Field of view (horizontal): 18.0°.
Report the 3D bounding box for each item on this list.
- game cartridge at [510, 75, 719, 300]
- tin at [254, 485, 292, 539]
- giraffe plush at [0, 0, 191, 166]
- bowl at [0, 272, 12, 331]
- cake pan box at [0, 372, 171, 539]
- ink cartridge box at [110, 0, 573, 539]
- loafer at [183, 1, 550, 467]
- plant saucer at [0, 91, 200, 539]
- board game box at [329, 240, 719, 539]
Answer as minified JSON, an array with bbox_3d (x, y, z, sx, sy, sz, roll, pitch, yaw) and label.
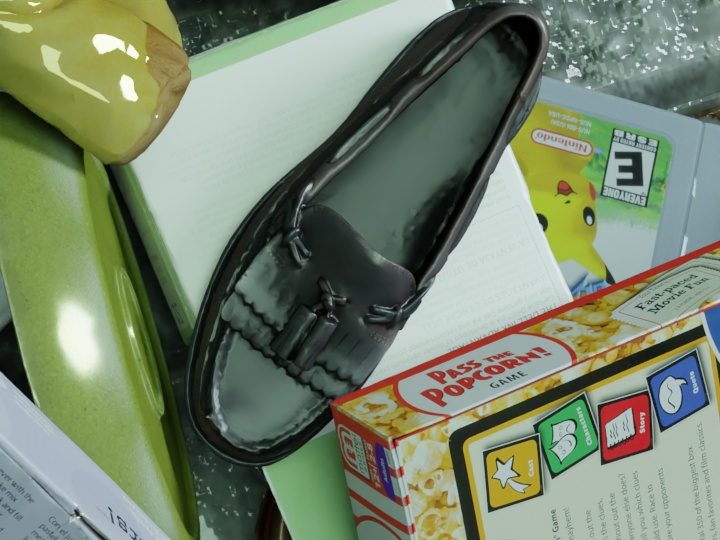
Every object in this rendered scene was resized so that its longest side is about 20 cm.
[{"bbox_3d":[0.071,-0.012,0.939,0.200,0.040,0.134,14,82,-11],"label":"game cartridge"},{"bbox_3d":[0.058,0.113,0.915,0.200,0.042,0.112,4,76,-13],"label":"tin"},{"bbox_3d":[-0.105,-0.157,0.766,0.162,0.173,0.200,-51,138,7],"label":"giraffe plush"},{"bbox_3d":[-0.239,-0.022,0.844,0.200,0.075,0.200,-31,89,-16],"label":"bowl"},{"bbox_3d":[-0.142,0.131,0.707,0.184,0.052,0.200,-37,119,11],"label":"cake pan box"},{"bbox_3d":[0.000,0.000,0.878,0.145,0.048,0.200,-23,91,-15],"label":"ink cartridge box"},{"bbox_3d":[0.003,-0.019,0.825,0.072,0.063,0.200,36,77,-6],"label":"loafer"},{"bbox_3d":[-0.091,0.029,0.806,0.031,0.200,0.200,-16,85,0],"label":"plant saucer"},{"bbox_3d":[0.097,0.086,0.847,0.200,0.046,0.152,-21,114,-24],"label":"board game box"}]
